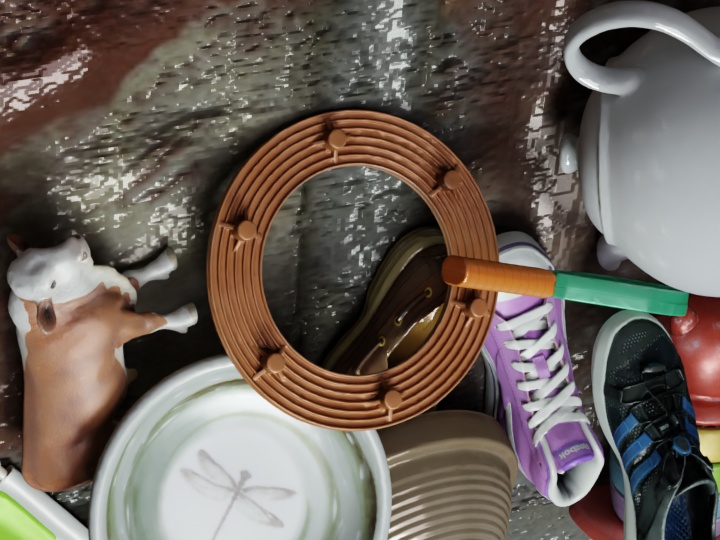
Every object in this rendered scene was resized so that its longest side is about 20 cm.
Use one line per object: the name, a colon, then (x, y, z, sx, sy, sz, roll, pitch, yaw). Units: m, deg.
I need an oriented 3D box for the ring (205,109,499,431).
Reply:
ring: (0.000, 0.000, 1.217, 0.198, 0.019, 0.203, 0, 89, -23)

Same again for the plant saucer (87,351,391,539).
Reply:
plant saucer: (-0.079, 0.149, 1.231, 0.198, 0.050, 0.203, -2, 96, -21)

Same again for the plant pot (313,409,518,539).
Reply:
plant pot: (0.029, 0.191, 1.338, 0.199, 0.093, 0.202, -19, 148, -12)

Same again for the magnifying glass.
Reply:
magnifying glass: (0.134, 0.009, 1.259, 0.198, 0.079, 0.023, 5, 96, -39)

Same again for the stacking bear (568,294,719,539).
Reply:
stacking bear: (0.238, 0.110, 1.427, 0.120, 0.114, 0.202, -6, 119, -24)

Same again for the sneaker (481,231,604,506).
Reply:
sneaker: (0.129, 0.074, 1.339, 0.072, 0.114, 0.202, -22, 128, -10)

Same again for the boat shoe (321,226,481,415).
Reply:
boat shoe: (0.022, 0.070, 1.309, 0.071, 0.068, 0.201, 12, 115, -33)

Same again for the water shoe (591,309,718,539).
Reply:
water shoe: (0.215, 0.124, 1.329, 0.071, 0.079, 0.202, -16, 99, -25)

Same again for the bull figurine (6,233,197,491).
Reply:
bull figurine: (-0.164, 0.049, 1.199, 0.120, 0.065, 0.202, -12, 131, -28)

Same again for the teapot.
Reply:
teapot: (0.199, -0.079, 1.250, 0.144, 0.197, 0.202, 2, 103, 13)

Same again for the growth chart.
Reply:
growth chart: (-0.268, 0.218, 1.292, 0.200, 0.018, 0.144, -47, 129, 7)
